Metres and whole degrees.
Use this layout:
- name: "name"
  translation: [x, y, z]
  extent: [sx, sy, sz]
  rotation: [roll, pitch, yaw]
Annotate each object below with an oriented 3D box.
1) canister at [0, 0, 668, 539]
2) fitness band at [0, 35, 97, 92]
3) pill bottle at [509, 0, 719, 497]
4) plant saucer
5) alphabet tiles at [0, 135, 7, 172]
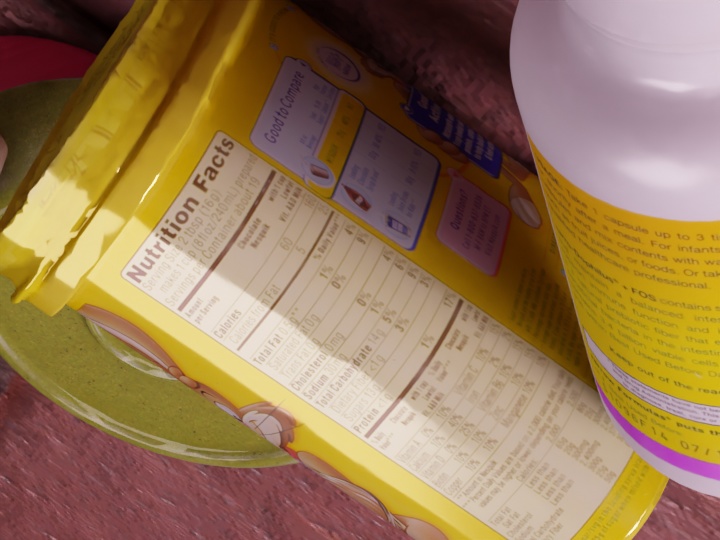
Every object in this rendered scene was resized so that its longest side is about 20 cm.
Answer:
- name: "canister"
  translation: [0.000, 0.000, 0.798]
  extent: [0.200, 0.149, 0.087]
  rotation: [35, 120, -10]
- name: "fitness band"
  translation: [-0.115, -0.029, 1.014]
  extent: [0.144, 0.037, 0.200]
  rotation: [48, 150, -23]
- name: "pill bottle"
  translation: [0.097, -0.032, 0.673]
  extent: [0.104, 0.104, 0.200]
  rotation: [19, 152, 27]
- name: "plant saucer"
  translation: [-0.071, 0.012, 0.958]
  extent: [0.199, 0.031, 0.200]
  rotation: [15, 143, 12]
- name: "alphabet tiles"
  translation: [-0.204, -0.073, 0.865]
  extent: [0.195, 0.015, 0.200]
  rotation: [32, 154, -2]
